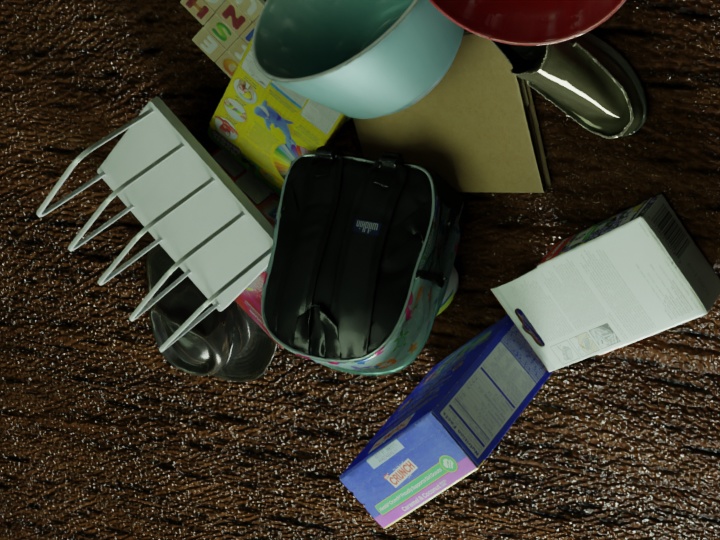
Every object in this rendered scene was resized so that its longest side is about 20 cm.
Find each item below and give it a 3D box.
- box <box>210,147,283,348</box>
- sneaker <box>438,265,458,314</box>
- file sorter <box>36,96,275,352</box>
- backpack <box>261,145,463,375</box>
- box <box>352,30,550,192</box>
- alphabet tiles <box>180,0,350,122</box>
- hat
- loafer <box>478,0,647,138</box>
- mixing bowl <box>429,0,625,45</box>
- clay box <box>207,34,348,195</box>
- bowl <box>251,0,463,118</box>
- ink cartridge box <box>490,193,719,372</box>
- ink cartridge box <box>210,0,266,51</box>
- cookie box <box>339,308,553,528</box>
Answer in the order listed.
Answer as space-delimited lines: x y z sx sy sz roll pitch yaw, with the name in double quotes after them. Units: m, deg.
-0.106 -0.032 1.556 0.200 0.100 0.096 45 136 3 "box"
0.018 0.052 1.517 0.076 0.105 0.200 49 137 -4 "sneaker"
-0.204 -0.039 1.467 0.200 0.124 0.139 48 136 -1 "file sorter"
0.000 0.000 1.412 0.176 0.201 0.150 9 166 27 "backpack"
0.076 -0.150 1.390 0.199 0.021 0.165 2 121 36 "box"
-0.088 -0.214 1.436 0.200 0.008 0.167 45 149 -10 "alphabet tiles"
-0.198 0.064 1.708 0.200 0.081 0.202 21 131 26 "hat"
0.162 -0.179 1.259 0.200 0.070 0.075 40 137 -7 "loafer"
0.136 -0.294 1.164 0.198 0.109 0.201 9 127 11 "mixing bowl"
-0.078 -0.157 1.447 0.115 0.048 0.200 39 151 -1 "clay box"
0.012 -0.214 1.293 0.200 0.202 0.105 -4 144 39 "bowl"
0.229 0.016 1.373 0.200 0.050 0.109 -27 102 46 "ink cartridge box"
-0.102 -0.306 1.400 0.145 0.048 0.200 -8 129 41 "ink cartridge box"
0.093 0.144 1.458 0.075 0.200 0.171 47 136 -1 "cookie box"
